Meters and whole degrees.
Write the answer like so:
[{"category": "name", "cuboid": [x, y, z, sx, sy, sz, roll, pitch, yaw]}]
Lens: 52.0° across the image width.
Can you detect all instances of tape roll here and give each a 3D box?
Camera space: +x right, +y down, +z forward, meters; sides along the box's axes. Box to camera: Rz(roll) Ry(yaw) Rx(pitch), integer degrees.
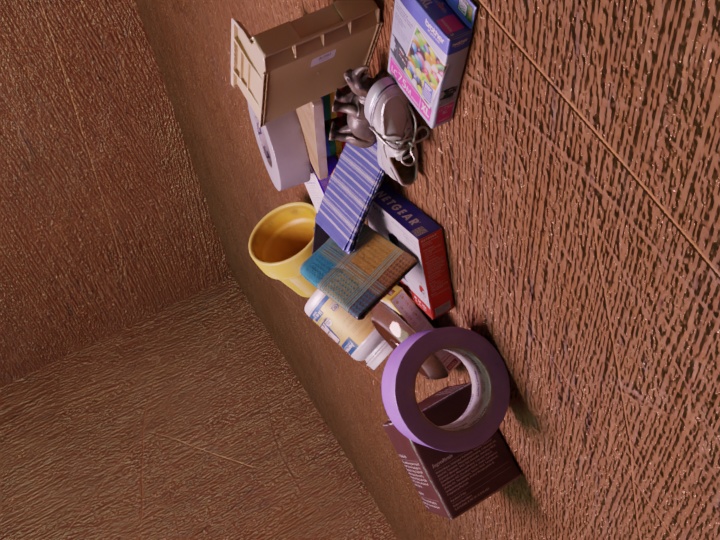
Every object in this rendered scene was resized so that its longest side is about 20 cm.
[{"category": "tape roll", "cuboid": [0.141, 0.196, 1.229, 0.201, 0.199, 0.085, 64, 165, 0]}, {"category": "tape roll", "cuboid": [-0.162, -0.263, 1.460, 0.200, 0.066, 0.201, 160, 90, -79]}]

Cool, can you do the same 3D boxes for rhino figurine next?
[{"category": "rhino figurine", "cuboid": [0.000, -0.263, 1.178, 0.200, 0.087, 0.060, 104, 174, -65]}]

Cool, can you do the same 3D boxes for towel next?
[{"category": "towel", "cuboid": [-0.012, -0.144, 1.304, 0.145, 0.024, 0.201, 46, 117, 50]}, {"category": "towel", "cuboid": [-0.008, -0.007, 1.280, 0.200, 0.147, 0.022, 36, 167, 47]}]

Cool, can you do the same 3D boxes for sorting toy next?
[{"category": "sorting toy", "cuboid": [-0.083, -0.308, 1.350, 0.199, 0.069, 0.201, 89, 159, -58]}]

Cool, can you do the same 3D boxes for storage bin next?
[{"category": "storage bin", "cuboid": [-0.085, -0.332, 1.108, 0.094, 0.199, 0.199, 60, 164, 8]}]

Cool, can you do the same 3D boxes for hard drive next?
[{"category": "hard drive", "cuboid": [-0.081, -0.040, 1.598, 0.200, 0.042, 0.136, 95, 180, -80]}]

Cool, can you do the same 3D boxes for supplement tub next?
[{"category": "supplement tub", "cuboid": [-0.004, 0.099, 1.575, 0.200, 0.145, 0.145, 43, 162, 5]}]

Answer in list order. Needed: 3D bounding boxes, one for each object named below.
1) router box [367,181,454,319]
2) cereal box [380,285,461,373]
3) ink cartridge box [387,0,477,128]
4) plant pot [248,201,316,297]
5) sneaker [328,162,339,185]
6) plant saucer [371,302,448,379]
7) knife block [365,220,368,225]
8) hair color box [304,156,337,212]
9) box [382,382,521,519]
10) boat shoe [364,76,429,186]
[{"category": "router box", "cuboid": [0.083, -0.039, 1.317, 0.200, 0.049, 0.180, 46, 157, 49]}, {"category": "cereal box", "cuboid": [0.097, 0.102, 1.422, 0.200, 0.040, 0.144, 50, 171, -22]}, {"category": "ink cartridge box", "cuboid": [0.085, -0.287, 0.934, 0.120, 0.042, 0.200, 57, 162, 21]}, {"category": "plant pot", "cuboid": [-0.149, -0.036, 1.845, 0.201, 0.200, 0.189, 47, 172, 45]}, {"category": "sneaker", "cuboid": [-0.008, -0.146, 1.438, 0.088, 0.075, 0.200, 39, 159, 18]}, {"category": "plant saucer", "cuboid": [0.086, 0.141, 1.411, 0.200, 0.034, 0.200, 45, 170, 10]}, {"category": "knife block", "cuboid": [0.000, 0.000, 1.414, 0.200, 0.064, 0.176, 58, -155, -73]}, {"category": "hair color box", "cuboid": [-0.086, -0.212, 1.564, 0.201, 0.065, 0.109, 66, 165, -15]}, {"category": "box", "cuboid": [0.172, 0.347, 1.433, 0.201, 0.164, 0.166, 62, 165, 5]}, {"category": "boat shoe", "cuboid": [0.059, -0.193, 1.099, 0.086, 0.074, 0.202, 52, 165, 30]}]
